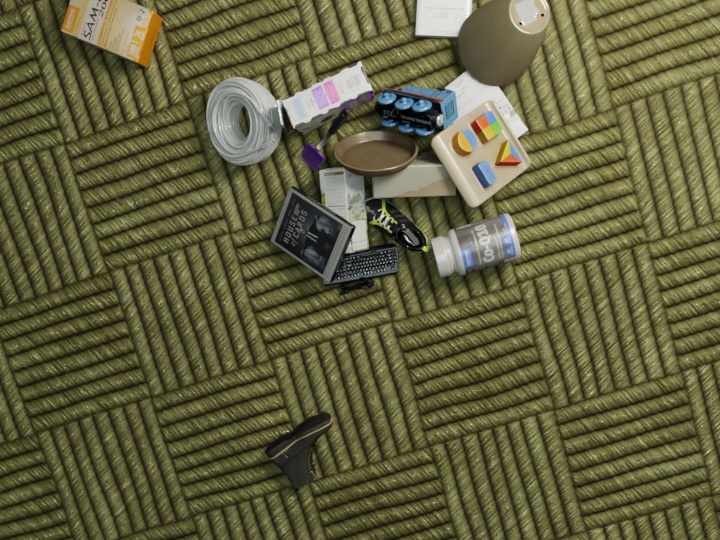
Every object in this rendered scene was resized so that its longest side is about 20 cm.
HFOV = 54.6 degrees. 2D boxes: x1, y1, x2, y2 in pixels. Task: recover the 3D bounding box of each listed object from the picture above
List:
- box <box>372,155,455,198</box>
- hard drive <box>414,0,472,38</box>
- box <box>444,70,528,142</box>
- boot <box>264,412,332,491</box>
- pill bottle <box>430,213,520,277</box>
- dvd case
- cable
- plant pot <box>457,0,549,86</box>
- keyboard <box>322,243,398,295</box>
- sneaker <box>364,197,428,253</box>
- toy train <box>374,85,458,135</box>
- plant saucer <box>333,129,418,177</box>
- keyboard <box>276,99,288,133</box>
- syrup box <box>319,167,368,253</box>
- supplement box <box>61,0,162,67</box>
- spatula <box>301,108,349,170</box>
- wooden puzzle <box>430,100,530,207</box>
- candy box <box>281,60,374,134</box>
[{"bbox_3d":[0.126,-0.224,1.657,0.196,0.095,0.079,-1,112,4],"label":"box"},{"bbox_3d":[0.199,-0.655,1.640,0.129,0.026,0.204,3,97,2],"label":"hard drive"},{"bbox_3d":[0.280,-0.370,1.665,0.155,0.041,0.201,-37,95,5],"label":"box"},{"bbox_3d":[-0.126,0.462,1.774,0.198,0.078,0.139,-32,99,19],"label":"boot"},{"bbox_3d":[0.273,-0.055,1.667,0.197,0.114,0.116,-16,96,4],"label":"pill bottle"},{"bbox_3d":[-0.117,-0.088,1.668,0.199,0.025,0.152,33,113,22],"label":"dvd case"},{"bbox_3d":[-0.275,-0.350,1.636,0.199,0.069,0.203,-27,87,38],"label":"cable"},{"bbox_3d":[0.333,-0.532,1.542,0.184,0.200,0.191,0,88,-9],"label":"plant pot"},{"bbox_3d":[0.000,0.000,1.723,0.196,0.040,0.106,-11,96,4],"label":"keyboard"},{"bbox_3d":[0.086,-0.112,1.682,0.198,0.083,0.072,33,97,0],"label":"sneaker"},{"bbox_3d":[0.127,-0.376,1.611,0.114,0.198,0.088,-40,134,-30],"label":"toy train"},{"bbox_3d":[0.036,-0.271,1.624,0.196,0.202,0.030,-1,127,2],"label":"plant saucer"},{"bbox_3d":[-0.179,-0.353,1.605,0.010,0.200,0.057,-4,97,-1],"label":"keyboard"},{"bbox_3d":[-0.039,-0.145,1.673,0.080,0.078,0.204,-1,98,35],"label":"syrup box"},{"bbox_3d":[-0.589,-0.584,1.657,0.197,0.074,0.128,21,97,0],"label":"supplement box"},{"bbox_3d":[-0.081,-0.312,1.642,0.056,0.021,0.200,42,130,-3],"label":"spatula"},{"bbox_3d":[0.284,-0.272,1.601,0.199,0.046,0.187,-35,96,-20],"label":"wooden puzzle"},{"bbox_3d":[-0.071,-0.395,1.612,0.197,0.168,0.072,-25,95,5],"label":"candy box"}]
